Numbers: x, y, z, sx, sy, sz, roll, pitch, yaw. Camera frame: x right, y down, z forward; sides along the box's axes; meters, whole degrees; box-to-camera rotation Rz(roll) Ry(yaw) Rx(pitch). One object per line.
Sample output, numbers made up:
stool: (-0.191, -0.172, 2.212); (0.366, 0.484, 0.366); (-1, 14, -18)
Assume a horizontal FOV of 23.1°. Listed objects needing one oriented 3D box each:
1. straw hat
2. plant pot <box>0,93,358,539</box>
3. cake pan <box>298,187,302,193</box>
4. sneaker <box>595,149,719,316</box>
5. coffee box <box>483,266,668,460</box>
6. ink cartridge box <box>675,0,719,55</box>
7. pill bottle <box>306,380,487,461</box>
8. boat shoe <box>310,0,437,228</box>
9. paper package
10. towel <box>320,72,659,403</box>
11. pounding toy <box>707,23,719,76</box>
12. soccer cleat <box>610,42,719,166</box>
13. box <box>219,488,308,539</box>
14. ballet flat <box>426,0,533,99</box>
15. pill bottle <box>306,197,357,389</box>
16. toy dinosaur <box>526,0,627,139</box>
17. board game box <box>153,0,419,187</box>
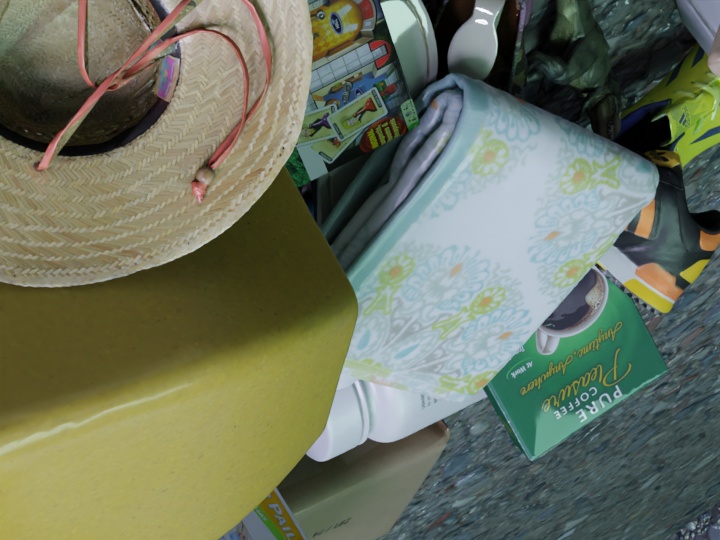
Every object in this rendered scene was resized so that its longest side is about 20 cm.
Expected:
straw hat: (-0.127, -0.093, 0.748); (0.200, 0.202, 0.085); (-29, -158, -10)
plant pot: (-0.116, 0.031, 0.834); (0.199, 0.196, 0.195); (-15, 147, -23)
cake pan: (-0.115, -0.020, 1.002); (0.199, 0.037, 0.201); (-28, 159, -12)
sneaker: (0.160, -0.055, 1.136); (0.090, 0.070, 0.200); (-48, 124, 7)
coffee box: (0.116, 0.018, 1.213); (0.123, 0.201, 0.044); (-34, -161, -6)
ink cartridge box: (0.317, -0.179, 1.118); (0.199, 0.146, 0.083); (-35, 161, 4)
pill bottle: (0.037, 0.055, 1.276); (0.199, 0.114, 0.114); (-24, 157, -24)
boat shoe: (0.001, -0.089, 0.973); (0.074, 0.062, 0.201); (-14, 141, -10)
paper package: (-0.054, 0.175, 1.427); (0.199, 0.104, 0.191); (-22, 156, -28)
towel: (0.054, -0.011, 1.005); (0.171, 0.048, 0.200); (16, 123, -44)
pounding toy: (0.200, -0.217, 0.791); (0.183, 0.201, 0.142); (-15, 153, -38)
soccer cleat: (0.226, -0.110, 1.209); (0.200, 0.065, 0.084); (-43, 174, -2)
box: (-0.121, 0.183, 1.213); (0.112, 0.200, 0.101); (-45, 157, 24)
ballet flat: (0.061, -0.119, 0.981); (0.200, 0.069, 0.072); (97, 10, -62)
pill bottle: (0.000, 0.000, 1.107); (0.200, 0.111, 0.111); (-37, 159, 10)
toy dinosaur: (0.122, -0.131, 1.096); (0.088, 0.048, 0.200); (-34, 155, -5)
board game box: (-0.040, -0.114, 0.848); (0.104, 0.024, 0.200); (-26, 144, -1)
